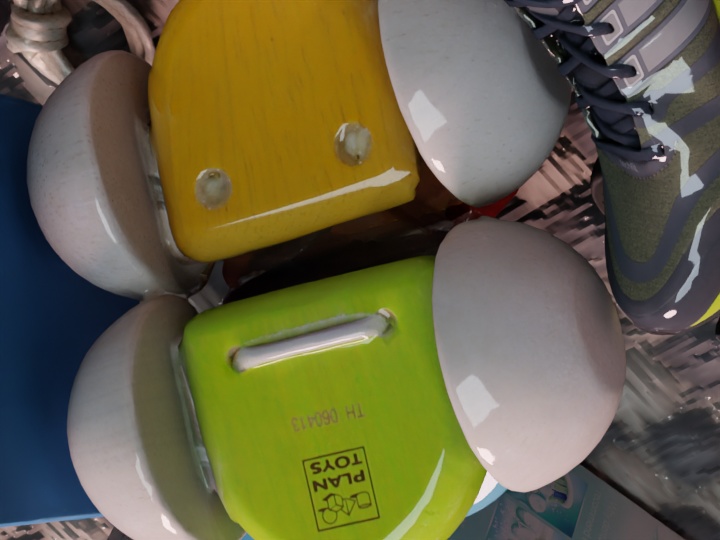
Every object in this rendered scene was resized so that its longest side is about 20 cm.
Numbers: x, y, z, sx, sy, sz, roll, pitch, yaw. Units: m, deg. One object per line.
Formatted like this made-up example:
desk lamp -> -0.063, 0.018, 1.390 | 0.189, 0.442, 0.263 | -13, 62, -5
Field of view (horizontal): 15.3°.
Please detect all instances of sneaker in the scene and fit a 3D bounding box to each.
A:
sneaker -> 0.071, -0.078, 0.770 | 0.074, 0.081, 0.200 | 5, 104, 59

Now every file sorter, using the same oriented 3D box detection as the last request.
file sorter -> -0.160, 0.022, 0.870 | 0.123, 0.200, 0.139 | -11, 84, 14

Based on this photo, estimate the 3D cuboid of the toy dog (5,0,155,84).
toy dog -> -0.152, -0.112, 0.875 | 0.132, 0.096, 0.200 | 3, 126, 18

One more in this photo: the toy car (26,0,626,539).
toy car -> 0.000, 0.000, 0.861 | 0.175, 0.150, 0.200 | -15, 77, 22

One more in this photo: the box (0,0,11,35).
box -> -0.216, -0.124, 0.800 | 0.200, 0.036, 0.143 | 7, 146, 15

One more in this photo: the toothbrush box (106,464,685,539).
toothbrush box -> 0.017, 0.123, 0.998 | 0.200, 0.085, 0.146 | 36, 128, -10

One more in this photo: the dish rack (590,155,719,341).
dish rack -> 0.172, -0.010, 0.818 | 0.153, 0.055, 0.200 | 45, 151, -17
